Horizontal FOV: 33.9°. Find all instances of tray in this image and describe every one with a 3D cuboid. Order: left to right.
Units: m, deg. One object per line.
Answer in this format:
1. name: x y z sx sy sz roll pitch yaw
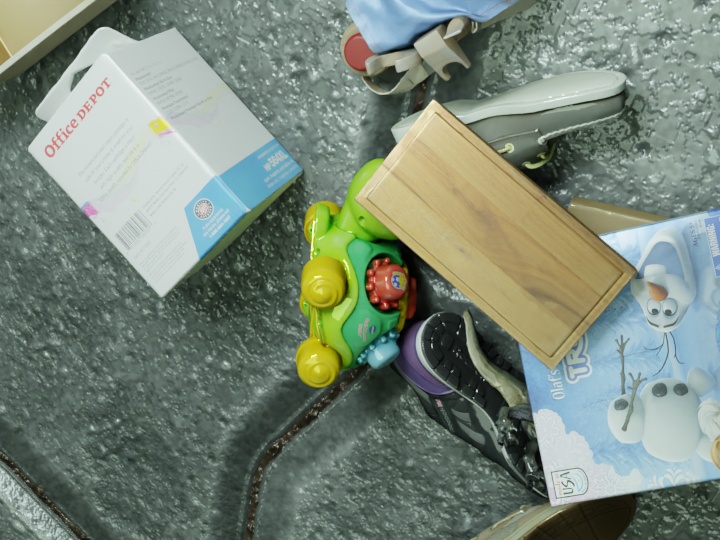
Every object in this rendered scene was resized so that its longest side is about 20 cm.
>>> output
1. tray: 0.102 -0.028 0.902 0.200 0.037 0.099 41 101 4

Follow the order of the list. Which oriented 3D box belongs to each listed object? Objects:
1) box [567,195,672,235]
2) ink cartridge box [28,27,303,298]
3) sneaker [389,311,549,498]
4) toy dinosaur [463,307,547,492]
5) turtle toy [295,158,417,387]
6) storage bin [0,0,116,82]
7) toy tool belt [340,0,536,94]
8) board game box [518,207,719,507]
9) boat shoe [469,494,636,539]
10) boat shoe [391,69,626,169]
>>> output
1. box: 0.254 0.038 0.972 0.198 0.021 0.165 15 115 17
2. ink cartridge box: -0.176 -0.107 1.030 0.128 0.125 0.200 -40 92 29
3. sneaker: 0.106 0.121 1.052 0.200 0.076 0.087 50 148 -10
4. toy dinosaur: 0.146 0.126 0.996 0.200 0.089 0.047 39 136 -14
5. turtle toy: 0.000 0.000 1.002 0.100 0.146 0.202 4 119 -3
6. storage bin: -0.316 -0.289 1.033 0.199 0.094 0.200 -28 99 29
7. toy tool belt: 0.046 -0.206 0.901 0.199 0.123 0.125 -32 96 30
8. board game box: 0.226 0.067 0.918 0.197 0.043 0.202 -13 85 16
9. boat shoe: 0.153 0.241 1.066 0.199 0.065 0.072 -35 117 10
10. boat shoe: 0.121 -0.111 0.940 0.200 0.072 0.061 -9 109 32
